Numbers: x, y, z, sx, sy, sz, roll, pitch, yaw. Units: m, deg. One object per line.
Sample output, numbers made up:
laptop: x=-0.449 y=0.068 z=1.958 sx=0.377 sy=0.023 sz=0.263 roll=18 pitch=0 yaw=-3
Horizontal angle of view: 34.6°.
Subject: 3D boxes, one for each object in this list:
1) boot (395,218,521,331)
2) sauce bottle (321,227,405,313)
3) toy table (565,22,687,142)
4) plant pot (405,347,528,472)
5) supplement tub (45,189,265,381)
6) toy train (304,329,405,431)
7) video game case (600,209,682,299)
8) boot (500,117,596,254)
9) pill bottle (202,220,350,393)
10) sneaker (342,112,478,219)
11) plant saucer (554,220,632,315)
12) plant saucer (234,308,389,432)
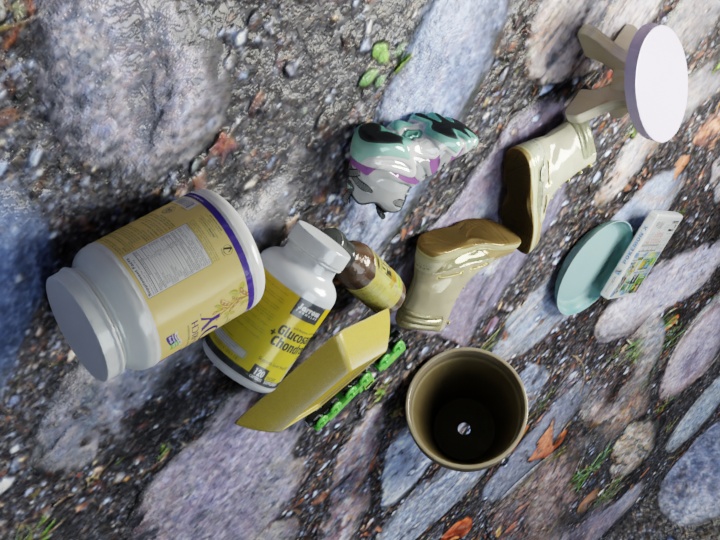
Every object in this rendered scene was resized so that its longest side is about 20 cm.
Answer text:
boot: x=0.145 y=0.009 z=1.736 sx=0.199 sy=0.073 sz=0.157 roll=-14 pitch=132 yaw=-41
sauce bottle: x=0.000 y=0.000 z=1.559 sx=0.065 sy=0.065 sz=0.200 roll=-49 pitch=149 yaw=-1
toy table: x=0.391 y=-0.281 z=1.678 sx=0.184 sy=0.117 sz=0.201 roll=-45 pitch=135 yaw=-25
plant pot: x=0.174 y=0.249 z=1.929 sx=0.200 sy=0.200 sz=0.174 roll=-42 pitch=163 yaw=-12
supplement tub: x=-0.218 y=0.016 z=1.237 sx=0.199 sy=0.145 sz=0.146 roll=-31 pitch=143 yaw=-27
toy train: x=-0.008 y=0.166 z=1.741 sx=0.200 sy=0.042 sz=0.056 roll=-44 pitch=157 yaw=-11
video game case: x=0.532 y=-0.031 z=2.181 sx=0.199 sy=0.022 sz=0.183 roll=-4 pitch=125 yaw=-62
boot: x=0.290 y=-0.133 z=1.772 sx=0.154 sy=0.072 sz=0.201 roll=-33 pitch=138 yaw=-27
pill bottle: x=-0.100 y=0.043 z=1.436 sx=0.201 sy=0.112 sz=0.112 roll=-55 pitch=147 yaw=8
sneaker: x=0.057 y=-0.127 z=1.502 sx=0.198 sy=0.078 sz=0.141 roll=-8 pitch=131 yaw=-34
plant saucer: x=0.416 y=-0.009 z=2.089 sx=0.199 sy=0.027 sz=0.201 roll=-32 pitch=142 yaw=-28
plant saucer: x=-0.049 y=0.143 z=1.550 sx=0.200 sy=0.049 sz=0.200 roll=-42 pitch=173 yaw=21
